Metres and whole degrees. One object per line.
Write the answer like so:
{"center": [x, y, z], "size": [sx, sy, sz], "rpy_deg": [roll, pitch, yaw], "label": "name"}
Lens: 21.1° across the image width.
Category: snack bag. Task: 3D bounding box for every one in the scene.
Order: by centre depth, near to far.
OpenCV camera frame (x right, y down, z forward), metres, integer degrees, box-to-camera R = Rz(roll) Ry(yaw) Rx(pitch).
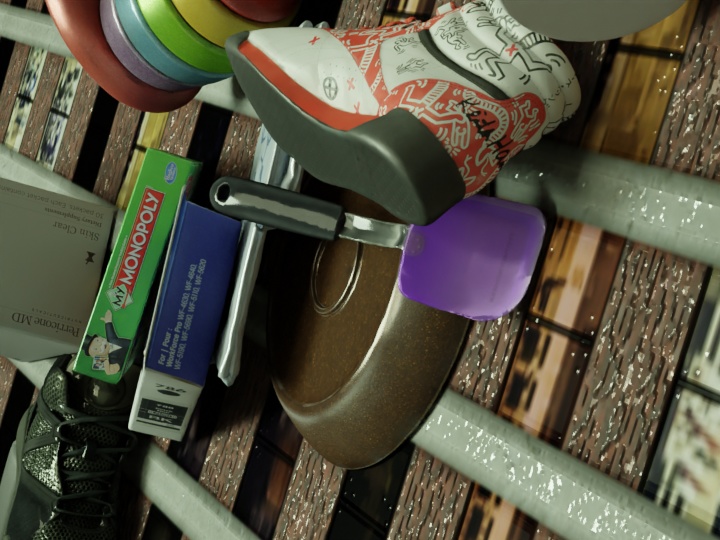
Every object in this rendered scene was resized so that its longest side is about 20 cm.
{"center": [-0.052, -0.036, 1.068], "size": [0.189, 0.021, 0.200], "rpy_deg": [-160, 84, -83], "label": "snack bag"}

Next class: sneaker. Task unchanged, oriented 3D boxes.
{"center": [0.021, -0.091, 0.905], "size": [0.108, 0.067, 0.201], "rpy_deg": [-35, 32, -13], "label": "sneaker"}
{"center": [-0.180, 0.127, 1.235], "size": [0.199, 0.076, 0.114], "rpy_deg": [-98, 27, -50], "label": "sneaker"}

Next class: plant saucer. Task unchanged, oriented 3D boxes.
{"center": [0.000, 0.000, 0.986], "size": [0.200, 0.034, 0.200], "rpy_deg": [-41, 40, 48], "label": "plant saucer"}

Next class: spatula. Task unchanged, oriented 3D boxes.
{"center": [-0.001, -0.020, 0.918], "size": [0.200, 0.021, 0.057], "rpy_deg": [14, 86, 42], "label": "spatula"}

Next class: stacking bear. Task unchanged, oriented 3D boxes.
{"center": [-0.083, -0.183, 1.178], "size": [0.200, 0.121, 0.114], "rpy_deg": [-26, 83, 46], "label": "stacking bear"}

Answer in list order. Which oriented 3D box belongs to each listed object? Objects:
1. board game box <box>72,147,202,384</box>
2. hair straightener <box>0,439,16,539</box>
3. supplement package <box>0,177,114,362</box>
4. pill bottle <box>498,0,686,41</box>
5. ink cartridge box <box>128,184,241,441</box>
{"center": [-0.133, -0.007, 1.182], "size": [0.200, 0.029, 0.135], "rpy_deg": [-139, 67, -86], "label": "board game box"}
{"center": [-0.273, 0.203, 1.384], "size": [0.200, 0.077, 0.041], "rpy_deg": [-62, 30, 25], "label": "hair straightener"}
{"center": [-0.310, -0.010, 1.433], "size": [0.156, 0.200, 0.111], "rpy_deg": [-12, 66, 62], "label": "supplement package"}
{"center": [0.091, -0.200, 0.817], "size": [0.112, 0.112, 0.200], "rpy_deg": [-45, 39, 47], "label": "pill bottle"}
{"center": [-0.100, 0.030, 1.095], "size": [0.200, 0.039, 0.100], "rpy_deg": [118, 164, -73], "label": "ink cartridge box"}
